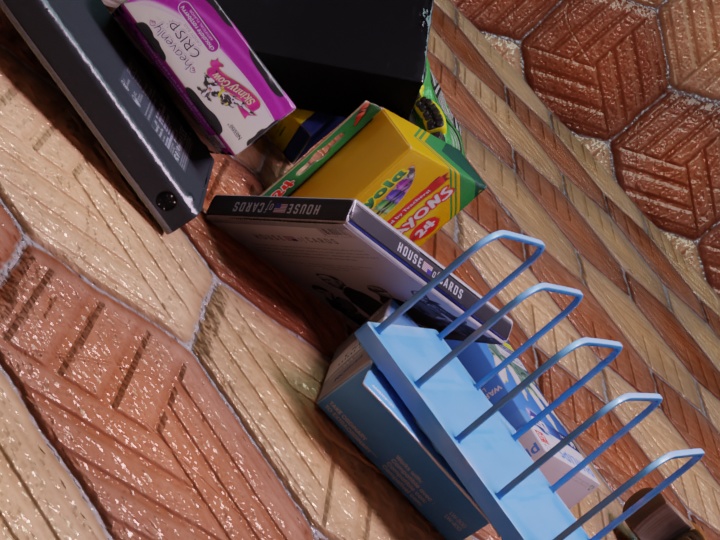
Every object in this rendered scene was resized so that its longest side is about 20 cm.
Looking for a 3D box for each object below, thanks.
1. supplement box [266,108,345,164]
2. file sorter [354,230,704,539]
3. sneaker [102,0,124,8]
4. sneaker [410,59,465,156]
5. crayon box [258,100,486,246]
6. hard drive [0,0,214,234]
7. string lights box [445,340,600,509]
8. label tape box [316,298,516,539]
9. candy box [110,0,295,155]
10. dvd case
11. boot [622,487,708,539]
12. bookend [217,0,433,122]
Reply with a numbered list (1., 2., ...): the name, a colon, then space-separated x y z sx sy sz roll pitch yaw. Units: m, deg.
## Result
1. supplement box: -0.078 -0.212 1.797 0.200 0.109 0.110 49 -15 1
2. file sorter: 0.120 0.086 1.377 0.200 0.123 0.139 53 15 17
3. sneaker: -0.198 -0.264 1.640 0.200 0.099 0.075 21 74 -52
4. sneaker: 0.069 -0.178 2.350 0.085 0.078 0.200 46 21 -42
5. crayon box: 0.013 -0.065 1.715 0.051 0.127 0.200 55 16 23
6. hard drive: -0.176 -0.133 1.431 0.200 0.033 0.140 55 11 -16
7. string lights box: 0.109 0.107 1.686 0.103 0.059 0.200 33 21 -52
8. label tape box: 0.040 0.115 1.438 0.143 0.066 0.200 47 16 -7
9. candy box: -0.124 -0.156 1.521 0.137 0.061 0.200 53 -5 -9
10. dvd case: 0.000 0.000 1.521 0.150 0.025 0.200 4 -25 44
11. boot: 0.312 0.292 1.806 0.155 0.074 0.200 48 15 -24
12. bookend: -0.039 -0.242 1.705 0.092 0.199 0.199 112 -14 -68
